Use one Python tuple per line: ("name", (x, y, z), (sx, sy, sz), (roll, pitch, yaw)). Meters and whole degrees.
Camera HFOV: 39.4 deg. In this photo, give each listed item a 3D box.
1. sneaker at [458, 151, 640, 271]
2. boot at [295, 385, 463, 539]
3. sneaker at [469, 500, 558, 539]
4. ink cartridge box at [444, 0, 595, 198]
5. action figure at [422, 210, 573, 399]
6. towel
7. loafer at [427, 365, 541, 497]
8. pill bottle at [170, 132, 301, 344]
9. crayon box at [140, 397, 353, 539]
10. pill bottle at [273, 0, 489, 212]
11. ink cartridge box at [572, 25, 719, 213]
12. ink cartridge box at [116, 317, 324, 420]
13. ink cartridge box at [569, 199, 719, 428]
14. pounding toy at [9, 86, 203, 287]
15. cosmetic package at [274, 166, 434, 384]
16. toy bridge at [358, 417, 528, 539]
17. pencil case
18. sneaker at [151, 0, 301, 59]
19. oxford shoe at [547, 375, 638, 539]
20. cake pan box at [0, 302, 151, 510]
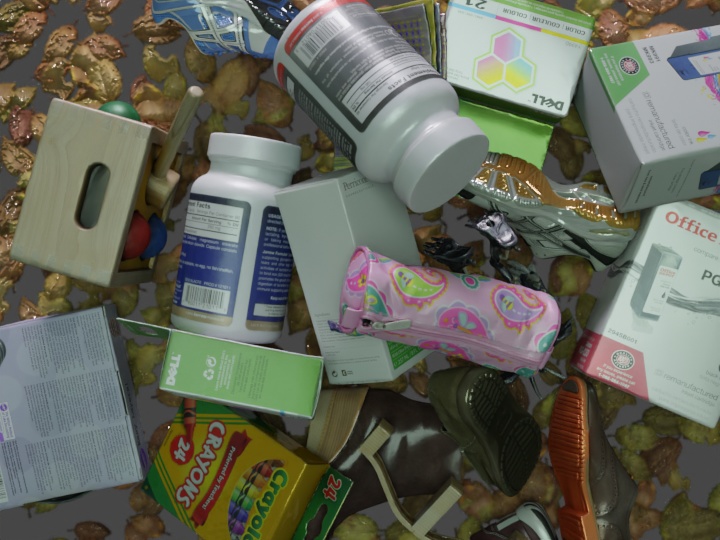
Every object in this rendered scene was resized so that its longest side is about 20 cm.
("sneaker", (0.173, -0.053, 1.010), (0.199, 0.076, 0.088), (20, 134, 6))
("boot", (0.020, 0.223, 1.040), (0.166, 0.072, 0.201), (8, 88, 5))
("sneaker", (0.173, 0.351, 1.044), (0.115, 0.076, 0.201), (-24, 80, 8))
("ink cartridge box", (0.137, -0.171, 1.022), (0.147, 0.076, 0.201), (16, 91, 2))
("action figure", (0.142, 0.035, 1.018), (0.119, 0.102, 0.200), (-34, 120, -10))
("towel", (0.024, -0.167, 1.015), (0.143, 0.023, 0.201), (6, 101, 38))
("loafer", (0.125, 0.154, 1.004), (0.067, 0.200, 0.076), (21, 60, 40))
("pill bottle", (-0.121, -0.033, 1.020), (0.115, 0.116, 0.201), (10, 92, 3))
("crayon box", (-0.118, 0.216, 1.016), (0.200, 0.051, 0.127), (27, 93, 30))
("pill bottle", (0.019, -0.154, 0.933), (0.116, 0.116, 0.200), (-42, 68, 3))
("ink cartridge box", (0.328, -0.152, 0.969), (0.199, 0.088, 0.146), (-10, 61, -8))
("ink cartridge box", (-0.137, 0.099, 0.973), (0.199, 0.104, 0.060), (11, 80, -1))
("ink cartridge box", (0.321, 0.037, 1.015), (0.145, 0.085, 0.201), (23, 90, 2))
("pounding toy", (-0.230, -0.088, 0.989), (0.142, 0.184, 0.201), (16, 92, 2))
("cosmetic package", (0.000, 0.000, 0.995), (0.085, 0.107, 0.201), (-7, 104, 37))
("toy bridge", (0.076, 0.237, 1.004), (0.200, 0.027, 0.067), (40, 103, -1))
("pencil case", (0.077, 0.040, 0.907), (0.199, 0.087, 0.088), (14, 92, -14))
("sneaker", (-0.125, -0.256, 1.046), (0.199, 0.076, 0.077), (30, 118, 0))
("oxford shoe", (0.243, 0.205, 1.041), (0.073, 0.071, 0.201), (-7, 96, -16))
("cake pan box", (-0.331, 0.149, 1.069), (0.183, 0.052, 0.201), (-13, 91, 5))
